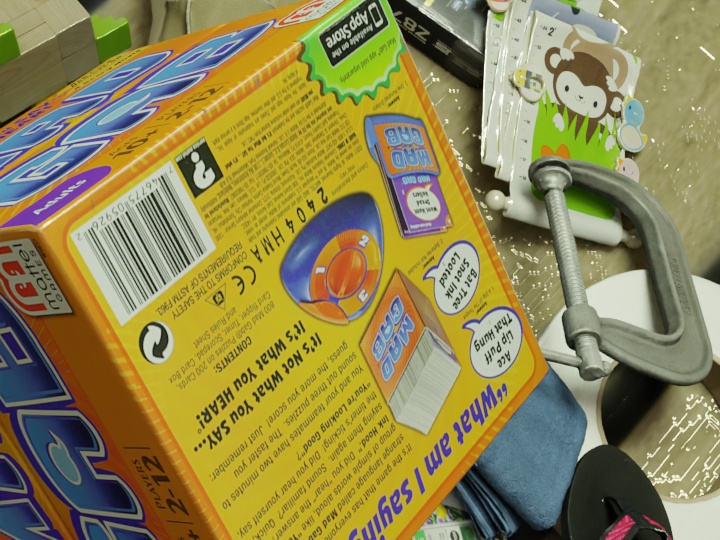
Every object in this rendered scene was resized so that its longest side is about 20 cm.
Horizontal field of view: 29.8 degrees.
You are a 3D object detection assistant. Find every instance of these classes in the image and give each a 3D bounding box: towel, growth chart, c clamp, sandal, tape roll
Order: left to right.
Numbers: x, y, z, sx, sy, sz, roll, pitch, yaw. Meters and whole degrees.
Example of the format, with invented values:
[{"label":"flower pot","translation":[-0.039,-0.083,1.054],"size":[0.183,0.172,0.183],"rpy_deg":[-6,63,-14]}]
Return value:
[{"label":"towel","translation":[0.051,0.050,0.771],"size":[0.200,0.048,0.112],"rpy_deg":[51,42,-16]},{"label":"growth chart","translation":[0.138,-0.117,0.918],"size":[0.144,0.018,0.201],"rpy_deg":[4,79,-26]},{"label":"c clamp","translation":[0.147,-0.005,0.833],"size":[0.170,0.027,0.201],"rpy_deg":[22,42,-18]},{"label":"sandal","translation":[0.154,0.186,0.763],"size":[0.075,0.045,0.201],"rpy_deg":[19,49,-14]},{"label":"tape roll","translation":[0.196,0.099,0.871],"size":[0.201,0.037,0.204],"rpy_deg":[3,70,-9]}]

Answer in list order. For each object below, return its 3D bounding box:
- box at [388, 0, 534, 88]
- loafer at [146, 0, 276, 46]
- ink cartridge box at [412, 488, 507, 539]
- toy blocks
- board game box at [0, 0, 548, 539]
[{"label":"box","translation":[0.076,-0.253,0.968],"size":[0.161,0.049,0.200],"rpy_deg":[34,68,3]},{"label":"loafer","translation":[-0.090,-0.149,0.848],"size":[0.076,0.067,0.201],"rpy_deg":[28,34,-43]},{"label":"ink cartridge box","translation":[-0.005,0.131,0.760],"size":[0.199,0.050,0.109],"rpy_deg":[23,50,-30]},{"label":"toy blocks","translation":[-0.267,-0.152,0.851],"size":[0.200,0.100,0.137],"rpy_deg":[-35,68,-20]},{"label":"board game box","translation":[-0.077,0.022,0.598],"size":[0.200,0.199,0.201],"rpy_deg":[-43,116,-38]}]
